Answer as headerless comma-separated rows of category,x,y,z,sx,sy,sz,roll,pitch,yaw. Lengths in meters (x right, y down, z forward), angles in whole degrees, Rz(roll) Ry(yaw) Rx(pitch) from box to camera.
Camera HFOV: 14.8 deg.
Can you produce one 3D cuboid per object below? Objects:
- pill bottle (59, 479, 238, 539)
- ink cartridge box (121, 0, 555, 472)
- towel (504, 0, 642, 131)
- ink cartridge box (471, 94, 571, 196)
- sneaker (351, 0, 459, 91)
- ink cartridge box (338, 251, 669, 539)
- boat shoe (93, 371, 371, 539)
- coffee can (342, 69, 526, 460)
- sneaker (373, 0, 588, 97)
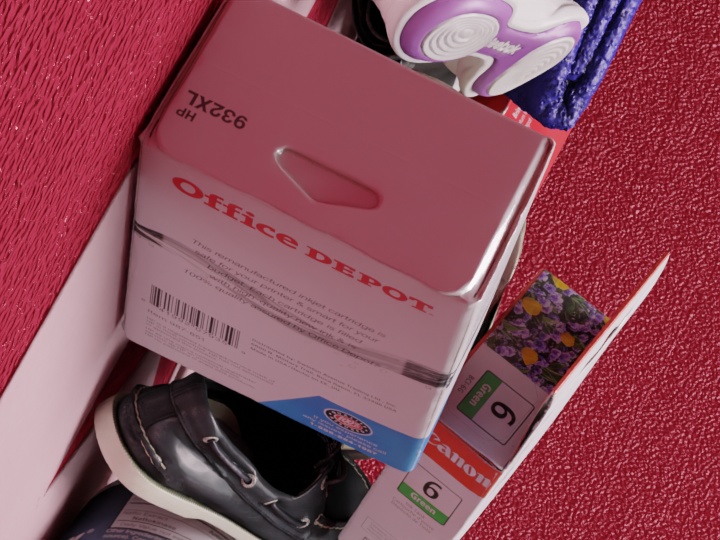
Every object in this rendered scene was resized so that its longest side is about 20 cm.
pill bottle,-0.100,0.168,1.351,0.120,0.119,0.200,-66,175,33
ink cartridge box,-0.014,-0.012,1.148,0.084,0.145,0.200,-62,175,-23
towel,0.100,-0.176,1.524,0.148,0.049,0.200,-68,-152,19
ink cartridge box,0.059,-0.075,1.626,0.200,0.067,0.116,-25,-152,49
sneaker,0.019,-0.125,1.480,0.099,0.071,0.200,-23,164,-44
ink cartridge box,0.064,0.061,1.297,0.109,0.050,0.200,-47,172,-36
boat shoe,-0.041,0.087,1.324,0.066,0.199,0.075,-33,-127,23
coffee can,0.000,0.000,1.377,0.147,0.146,0.200,-62,175,-17
sneaker,0.051,-0.143,1.335,0.075,0.100,0.200,-31,164,12
